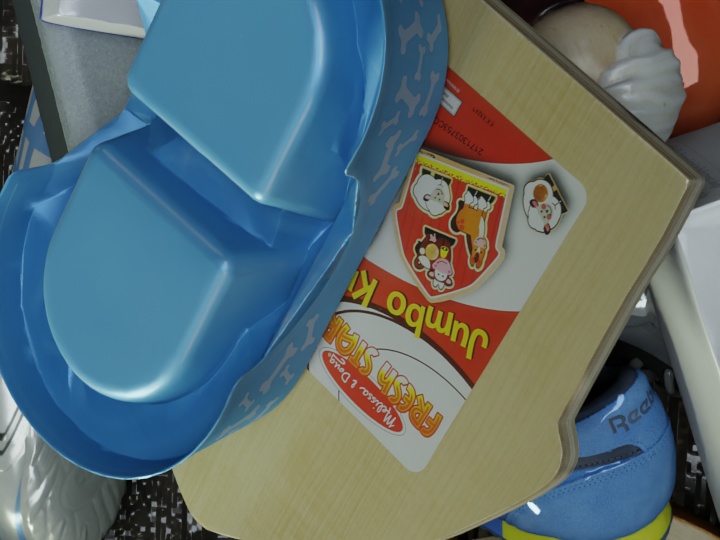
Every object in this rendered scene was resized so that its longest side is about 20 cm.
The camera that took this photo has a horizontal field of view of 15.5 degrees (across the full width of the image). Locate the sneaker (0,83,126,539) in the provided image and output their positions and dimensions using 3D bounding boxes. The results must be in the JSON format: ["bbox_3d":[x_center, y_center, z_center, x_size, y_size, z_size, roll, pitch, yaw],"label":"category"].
[{"bbox_3d":[-0.114,0.002,0.948,0.072,0.072,0.201,9,91,32],"label":"sneaker"}]

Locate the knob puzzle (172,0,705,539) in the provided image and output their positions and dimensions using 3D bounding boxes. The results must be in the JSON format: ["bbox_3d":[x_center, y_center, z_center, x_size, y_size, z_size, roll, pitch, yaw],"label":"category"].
[{"bbox_3d":[0.000,0.000,0.828,0.219,0.030,0.221,3,96,37],"label":"knob puzzle"}]

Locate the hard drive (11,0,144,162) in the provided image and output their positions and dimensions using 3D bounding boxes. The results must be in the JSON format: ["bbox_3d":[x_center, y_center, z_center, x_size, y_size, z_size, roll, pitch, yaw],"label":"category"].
[{"bbox_3d":[-0.050,-0.094,0.909,0.139,0.033,0.201,-16,96,-26],"label":"hard drive"}]

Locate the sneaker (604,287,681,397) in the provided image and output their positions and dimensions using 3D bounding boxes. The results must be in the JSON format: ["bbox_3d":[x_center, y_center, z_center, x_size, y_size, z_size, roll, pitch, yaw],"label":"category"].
[{"bbox_3d":[0.136,0.050,0.917,0.199,0.075,0.116,-2,99,7],"label":"sneaker"}]

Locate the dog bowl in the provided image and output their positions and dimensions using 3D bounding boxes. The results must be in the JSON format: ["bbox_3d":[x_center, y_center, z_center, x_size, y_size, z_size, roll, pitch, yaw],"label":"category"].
[{"bbox_3d":[-0.043,-0.030,0.809,0.111,0.049,0.201,40,115,28],"label":"dog bowl"}]

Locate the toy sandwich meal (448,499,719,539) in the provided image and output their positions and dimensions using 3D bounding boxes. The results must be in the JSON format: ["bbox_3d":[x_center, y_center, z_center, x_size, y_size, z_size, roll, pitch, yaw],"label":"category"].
[{"bbox_3d":[0.066,0.166,0.945,0.204,0.070,0.206,2,108,5],"label":"toy sandwich meal"}]

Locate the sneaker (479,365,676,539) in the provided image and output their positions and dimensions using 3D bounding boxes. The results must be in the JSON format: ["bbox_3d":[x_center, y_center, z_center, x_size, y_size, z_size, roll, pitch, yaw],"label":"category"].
[{"bbox_3d":[0.016,0.039,0.903,0.199,0.066,0.079,13,132,29],"label":"sneaker"}]

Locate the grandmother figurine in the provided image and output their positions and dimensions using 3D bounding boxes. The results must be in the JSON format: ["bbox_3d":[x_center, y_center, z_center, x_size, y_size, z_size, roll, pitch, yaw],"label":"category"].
[{"bbox_3d":[0.036,-0.117,0.837,0.060,0.121,0.201,-27,81,-24],"label":"grandmother figurine"}]

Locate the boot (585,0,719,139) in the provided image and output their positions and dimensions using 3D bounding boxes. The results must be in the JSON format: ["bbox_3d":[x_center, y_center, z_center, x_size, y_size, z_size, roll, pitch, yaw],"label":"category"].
[{"bbox_3d":[0.079,-0.131,0.887,0.075,0.107,0.201,-20,95,7],"label":"boot"}]

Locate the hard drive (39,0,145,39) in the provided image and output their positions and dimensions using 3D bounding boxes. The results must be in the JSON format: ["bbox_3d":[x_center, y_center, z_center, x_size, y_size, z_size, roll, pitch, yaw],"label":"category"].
[{"bbox_3d":[-0.033,-0.173,0.886,0.131,0.025,0.201,8,86,-26],"label":"hard drive"}]

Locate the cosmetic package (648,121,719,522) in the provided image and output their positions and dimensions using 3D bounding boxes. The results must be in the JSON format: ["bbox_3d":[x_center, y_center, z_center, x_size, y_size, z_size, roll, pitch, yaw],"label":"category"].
[{"bbox_3d":[0.149,0.053,0.831,0.081,0.113,0.201,-20,100,0],"label":"cosmetic package"}]
